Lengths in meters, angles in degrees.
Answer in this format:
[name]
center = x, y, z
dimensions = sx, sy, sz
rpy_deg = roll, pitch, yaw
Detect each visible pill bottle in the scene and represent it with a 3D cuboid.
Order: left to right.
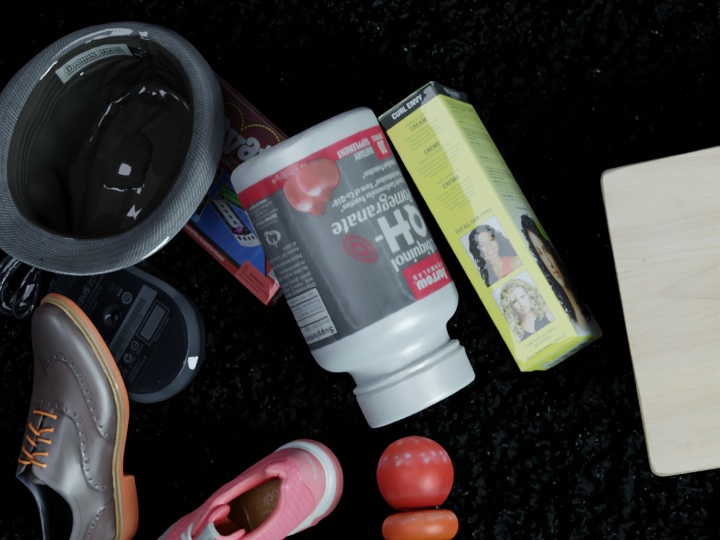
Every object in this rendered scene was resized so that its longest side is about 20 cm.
[pill bottle]
center = 0.000, 0.000, 1.232
dimensions = 0.110, 0.111, 0.202
rpy_deg = -25, 91, 17

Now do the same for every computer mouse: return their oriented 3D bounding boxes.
[computer mouse]
center = -0.179, 0.022, 1.338
dimensions = 0.200, 0.053, 0.139
rpy_deg = 40, 100, 28

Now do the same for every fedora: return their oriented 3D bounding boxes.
[fedora]
center = -0.177, -0.075, 1.286
dimensions = 0.175, 0.090, 0.202
rpy_deg = 10, 71, 13

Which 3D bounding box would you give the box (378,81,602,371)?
[box]
center = 0.089, -0.030, 1.229
dimensions = 0.050, 0.075, 0.201
rpy_deg = -33, 78, 17

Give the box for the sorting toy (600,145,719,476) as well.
[sorting toy]
center = 0.273, 0.017, 1.162
dimensions = 0.198, 0.070, 0.201
rpy_deg = -11, 84, 19

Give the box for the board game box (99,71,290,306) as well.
[board game box]
center = -0.106, -0.077, 1.329
dimensions = 0.200, 0.019, 0.103
rpy_deg = 41, 100, 17

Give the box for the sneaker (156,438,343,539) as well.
[sneaker]
center = -0.105, 0.190, 1.280
dimensions = 0.200, 0.087, 0.074
rpy_deg = -43, 74, 13

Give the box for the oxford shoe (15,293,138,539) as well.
[oxford shoe]
center = -0.211, 0.118, 1.292
dimensions = 0.071, 0.072, 0.202
rpy_deg = 6, 112, 43

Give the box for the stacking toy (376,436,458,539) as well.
[stacking toy]
center = 0.044, 0.214, 1.232
dimensions = 0.084, 0.085, 0.202
rpy_deg = -8, 81, 19
